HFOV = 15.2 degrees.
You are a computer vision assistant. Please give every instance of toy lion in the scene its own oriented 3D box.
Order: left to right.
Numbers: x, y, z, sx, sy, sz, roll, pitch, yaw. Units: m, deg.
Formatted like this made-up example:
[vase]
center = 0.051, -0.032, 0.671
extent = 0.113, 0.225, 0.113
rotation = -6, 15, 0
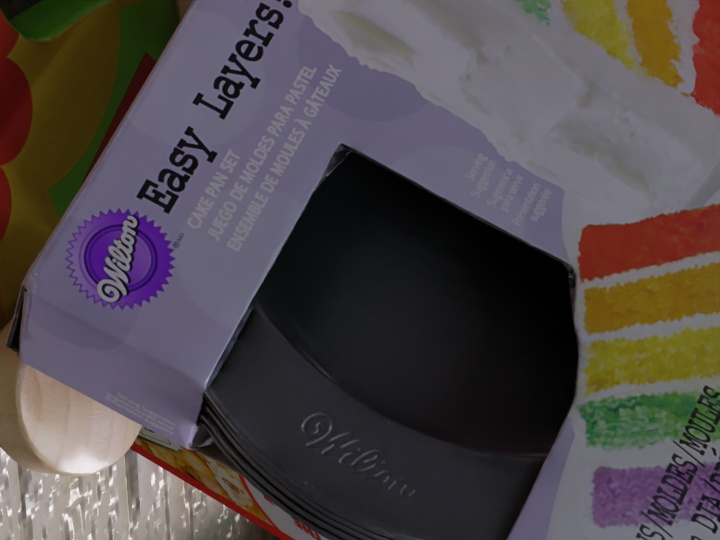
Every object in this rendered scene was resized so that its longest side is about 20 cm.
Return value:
[toy lion]
center = -0.113, -0.051, 0.685
extent = 0.192, 0.068, 0.201
rotation = 45, 60, -41

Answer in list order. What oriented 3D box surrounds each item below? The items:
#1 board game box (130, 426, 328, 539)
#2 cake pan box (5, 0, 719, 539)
[board game box]
center = 0.000, 0.000, 0.773
extent = 0.152, 0.199, 0.046
rotation = -49, 146, -20
[cake pan box]
center = 0.033, -0.017, 0.686
extent = 0.201, 0.183, 0.052
rotation = -60, 175, -25
